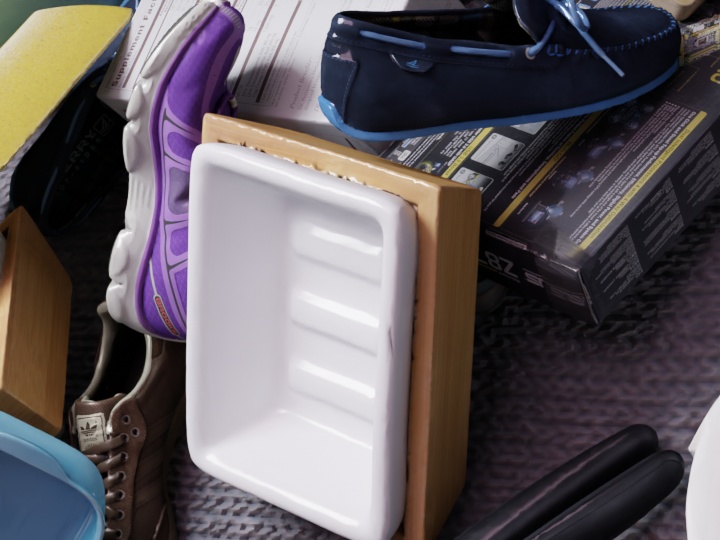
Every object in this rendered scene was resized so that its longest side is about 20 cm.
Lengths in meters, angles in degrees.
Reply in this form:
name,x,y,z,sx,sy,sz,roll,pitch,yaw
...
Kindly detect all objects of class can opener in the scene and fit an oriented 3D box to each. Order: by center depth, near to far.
name,x,y,z,sx,sy,sz,roll,pitch,yaw
can opener,0.072,0.144,0.974,0.200,0.079,0.063,-41,43,-8

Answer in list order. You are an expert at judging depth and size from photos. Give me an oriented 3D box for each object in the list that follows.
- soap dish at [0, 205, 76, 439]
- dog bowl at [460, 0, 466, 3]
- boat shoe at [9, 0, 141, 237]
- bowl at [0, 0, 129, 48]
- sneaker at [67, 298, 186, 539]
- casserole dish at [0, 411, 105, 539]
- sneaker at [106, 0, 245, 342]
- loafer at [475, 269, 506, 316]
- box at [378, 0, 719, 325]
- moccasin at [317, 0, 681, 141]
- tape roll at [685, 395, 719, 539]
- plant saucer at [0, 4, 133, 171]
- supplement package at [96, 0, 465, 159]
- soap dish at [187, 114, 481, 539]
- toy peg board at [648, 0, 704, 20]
name,x,y,z,sx,sy,sz,roll,pitch,yaw
soap dish,-0.250,0.078,1.163,0.200,0.081,0.158,-42,32,27
dog bowl,0.019,-0.252,1.245,0.199,0.074,0.201,-16,55,24
boat shoe,-0.142,-0.101,1.257,0.200,0.084,0.069,-58,32,8
bowl,-0.206,-0.199,1.313,0.201,0.105,0.201,-36,36,32
sneaker,-0.145,0.110,1.122,0.070,0.076,0.201,-10,57,27
casserole dish,-0.208,0.141,1.077,0.200,0.121,0.039,-56,10,39
sneaker,-0.082,-0.053,1.086,0.083,0.201,0.081,16,25,14
loafer,0.000,0.000,1.119,0.199,0.063,0.072,11,46,33
box,0.121,-0.077,1.058,0.161,0.049,0.200,23,61,41
moccasin,0.076,-0.113,0.986,0.199,0.068,0.080,-15,27,-26
tape roll,0.249,0.107,0.878,0.202,0.071,0.203,-16,55,24
plant saucer,-0.239,-0.068,1.177,0.200,0.048,0.200,-41,14,37
supplement package,-0.035,-0.113,1.165,0.199,0.114,0.110,10,69,37
soap dish,-0.014,0.029,1.016,0.157,0.081,0.201,19,117,37
toy peg board,0.168,-0.279,1.065,0.199,0.098,0.200,41,70,12
